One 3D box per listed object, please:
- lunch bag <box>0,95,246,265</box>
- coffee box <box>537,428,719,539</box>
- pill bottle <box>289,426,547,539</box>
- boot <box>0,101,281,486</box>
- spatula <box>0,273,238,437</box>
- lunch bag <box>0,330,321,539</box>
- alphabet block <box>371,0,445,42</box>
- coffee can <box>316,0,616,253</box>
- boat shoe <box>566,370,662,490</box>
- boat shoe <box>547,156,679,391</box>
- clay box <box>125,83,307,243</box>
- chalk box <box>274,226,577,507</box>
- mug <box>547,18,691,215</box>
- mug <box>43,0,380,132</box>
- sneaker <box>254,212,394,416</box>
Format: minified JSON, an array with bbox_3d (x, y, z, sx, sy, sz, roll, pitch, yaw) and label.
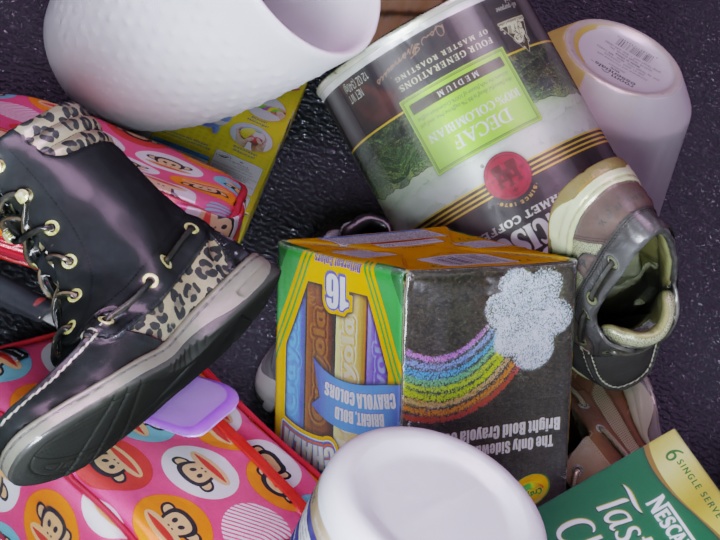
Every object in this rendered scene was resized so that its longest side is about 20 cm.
[{"bbox_3d":[-0.166,-0.041,1.481,0.200,0.082,0.176,18,8,-3],"label":"lunch bag"},{"bbox_3d":[0.113,0.178,1.359,0.200,0.044,0.123,-28,43,-2],"label":"coffee box"},{"bbox_3d":[0.003,0.182,1.263,0.116,0.200,0.116,17,37,-13],"label":"pill bottle"},{"bbox_3d":[-0.154,0.009,1.316,0.154,0.074,0.204,43,47,9],"label":"boot"},{"bbox_3d":[-0.155,0.035,1.381,0.200,0.021,0.057,31,36,17],"label":"spatula"},{"bbox_3d":[-0.110,0.112,1.393,0.200,0.082,0.176,41,34,25],"label":"lunch bag"},{"bbox_3d":[-0.029,-0.262,1.737,0.196,0.200,0.195,-2,19,-45],"label":"alphabet block"},{"bbox_3d":[0.082,-0.059,1.596,0.146,0.146,0.200,-25,84,-46],"label":"coffee can"},{"bbox_3d":[0.149,0.131,1.527,0.072,0.076,0.200,0,38,-16],"label":"boat shoe"},{"bbox_3d":[0.147,0.018,1.466,0.072,0.201,0.066,-28,56,-12],"label":"boat shoe"},{"bbox_3d":[-0.107,-0.094,1.675,0.115,0.048,0.200,21,35,-1],"label":"clay box"},{"bbox_3d":[0.033,0.085,1.439,0.125,0.200,0.124,-4,12,-36],"label":"chalk box"},{"bbox_3d":[0.130,-0.083,1.709,0.186,0.153,0.150,4,41,-26],"label":"mug"},{"bbox_3d":[-0.097,-0.181,1.579,0.148,0.175,0.200,41,40,-31],"label":"mug"},{"bbox_3d":[0.000,0.000,1.560,0.075,0.116,0.200,22,36,-3],"label":"sneaker"}]
